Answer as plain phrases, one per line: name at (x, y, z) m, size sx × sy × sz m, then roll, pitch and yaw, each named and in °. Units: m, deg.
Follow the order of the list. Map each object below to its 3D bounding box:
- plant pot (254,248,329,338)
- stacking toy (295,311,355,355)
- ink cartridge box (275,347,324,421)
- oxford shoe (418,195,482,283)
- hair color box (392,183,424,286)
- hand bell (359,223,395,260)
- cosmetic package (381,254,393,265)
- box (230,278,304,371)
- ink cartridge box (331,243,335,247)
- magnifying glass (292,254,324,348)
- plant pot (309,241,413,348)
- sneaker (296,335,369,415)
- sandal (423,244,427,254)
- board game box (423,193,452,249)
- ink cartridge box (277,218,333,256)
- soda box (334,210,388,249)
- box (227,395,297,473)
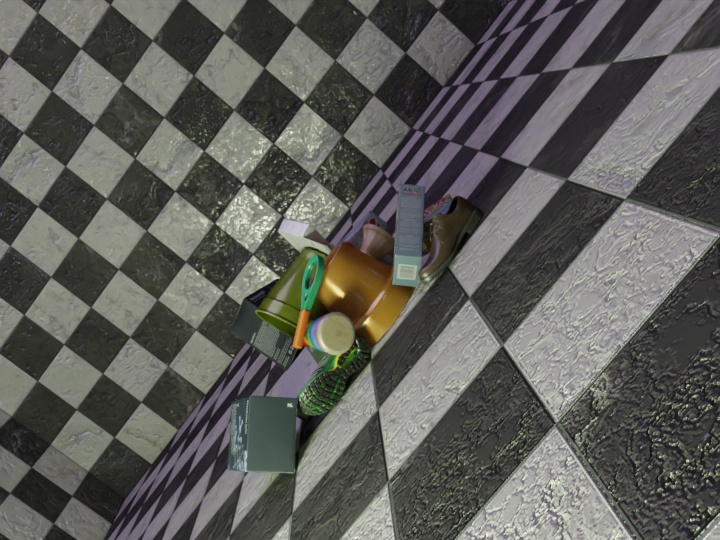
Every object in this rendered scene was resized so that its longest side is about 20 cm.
plant pot at (-0.128, 0.062, 1.796) m, size 0.196 × 0.198 × 0.200 m, roll -63°, pitch 12°, yaw -14°
stacking toy at (-0.085, 0.136, 1.564) m, size 0.086 × 0.085 × 0.199 m, roll -55°, pitch 16°, yaw -19°
ink cartridge box at (-0.101, 0.228, 1.673) m, size 0.201 × 0.059 × 0.104 m, roll -53°, pitch 37°, yaw 6°
oxford shoe at (0.164, -0.065, 1.494) m, size 0.202 × 0.084 × 0.072 m, roll -58°, pitch 13°, yaw -19°
hair color box at (0.104, -0.078, 1.586) m, size 0.100 × 0.059 × 0.203 m, roll 93°, pitch -178°, yaw -53°
hand bell at (0.000, 0.000, 1.762) m, size 0.202 × 0.103 × 0.104 m, roll -57°, pitch 11°, yaw -20°
cosmetic package at (0.018, 0.009, 1.939) m, size 0.200 × 0.081 × 0.114 m, roll -46°, pitch 13°, yaw 32°
box at (-0.213, 0.144, 2.009) m, size 0.119 × 0.198 × 0.196 m, roll -64°, pitch -13°, yaw 24°
ink cartridge box at (-0.078, 0.048, 2.018) m, size 0.056 × 0.164 × 0.201 m, roll -25°, pitch 23°, yaw 27°
magnifying glass at (-0.113, 0.064, 1.558) m, size 0.079 × 0.022 × 0.205 m, roll -20°, pitch 57°, yaw 62°
plant pot at (-0.009, 0.042, 1.636) m, size 0.201 × 0.182 × 0.201 m, roll -50°, pitch 10°, yaw 12°
sneaker at (-0.063, 0.222, 1.554) m, size 0.200 × 0.078 × 0.085 m, roll -47°, pitch 21°, yaw -14°
sandal at (0.127, -0.069, 1.767) m, size 0.081 × 0.054 × 0.200 m, roll -55°, pitch 10°, yaw -18°
board game box at (0.179, -0.113, 1.670) m, size 0.095 × 0.030 × 0.201 m, roll -34°, pitch 20°, yaw 13°
ink cartridge box at (-0.087, -0.048, 1.829) m, size 0.174 × 0.200 × 0.045 m, roll 17°, pitch 72°, yaw 37°
soda box at (-0.012, -0.068, 1.923) m, size 0.200 × 0.063 × 0.069 m, roll -43°, pitch 16°, yaw 46°
box at (-0.210, 0.349, 1.556) m, size 0.200 × 0.105 × 0.152 m, roll 148°, pitch 126°, yaw -65°
